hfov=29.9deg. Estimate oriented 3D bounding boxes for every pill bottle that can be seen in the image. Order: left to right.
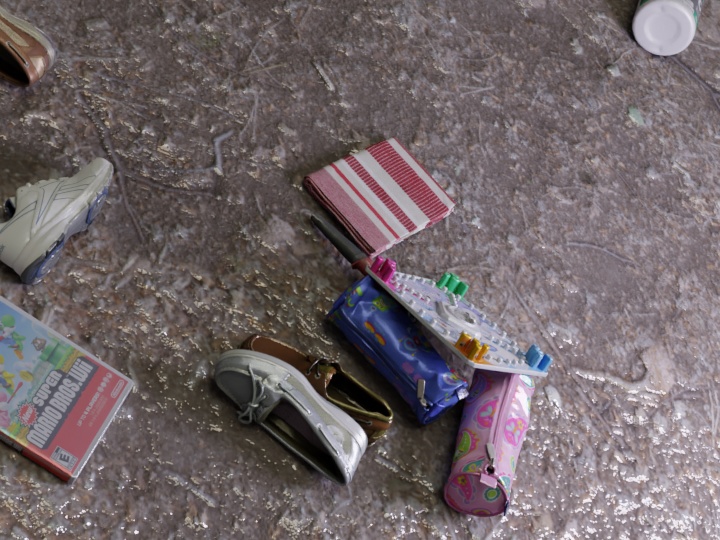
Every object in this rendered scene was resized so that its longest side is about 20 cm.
[{"bbox_3d":[0.560,-0.486,2.431,0.112,0.113,0.201,32,45,-7],"label":"pill bottle"}]

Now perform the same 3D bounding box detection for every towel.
[{"bbox_3d":[0.029,-0.103,1.840,0.144,0.023,0.199,49,43,12],"label":"towel"}]

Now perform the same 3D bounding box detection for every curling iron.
[{"bbox_3d":[0.000,0.000,1.726,0.200,0.050,0.025,48,43,16],"label":"curling iron"}]

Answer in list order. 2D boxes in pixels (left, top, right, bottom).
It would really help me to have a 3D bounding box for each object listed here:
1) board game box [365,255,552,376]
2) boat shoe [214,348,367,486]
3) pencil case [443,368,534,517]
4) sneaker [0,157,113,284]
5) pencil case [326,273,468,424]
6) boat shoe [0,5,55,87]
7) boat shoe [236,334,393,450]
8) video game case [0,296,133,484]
[{"bbox_3d":[0.126,0.056,1.678,0.200,0.026,0.199,43,17,32],"label":"board game box"},{"bbox_3d":[-0.082,0.163,1.517,0.201,0.074,0.065,39,39,-11],"label":"boat shoe"},{"bbox_3d":[0.159,0.203,1.636,0.087,0.088,0.201,31,44,-9],"label":"pencil case"},{"bbox_3d":[-0.349,-0.074,1.530,0.087,0.075,0.201,33,43,1],"label":"sneaker"},{"bbox_3d":[0.044,0.098,1.646,0.200,0.078,0.087,48,22,10],"label":"pencil case"},{"bbox_3d":[-0.465,-0.288,1.621,0.198,0.076,0.072,27,47,-11],"label":"boat shoe"},{"bbox_3d":[-0.049,0.128,1.568,0.199,0.068,0.072,33,45,-7],"label":"boat shoe"},{"bbox_3d":[-0.352,0.116,1.412,0.199,0.017,0.144,33,45,-7],"label":"video game case"}]
